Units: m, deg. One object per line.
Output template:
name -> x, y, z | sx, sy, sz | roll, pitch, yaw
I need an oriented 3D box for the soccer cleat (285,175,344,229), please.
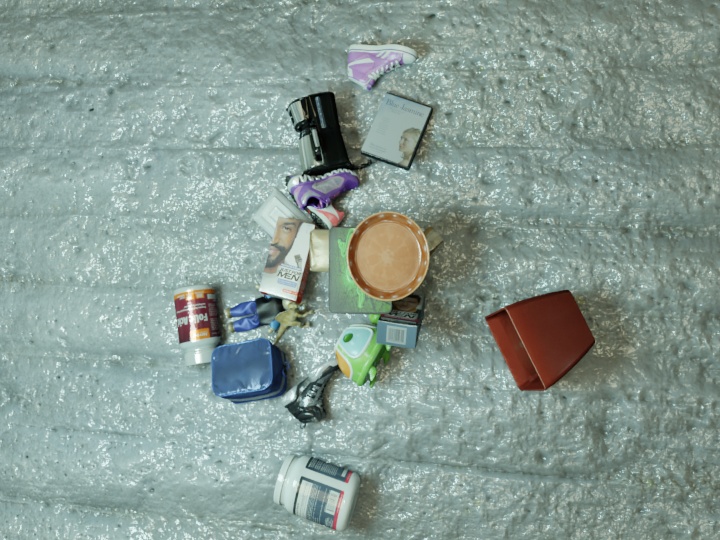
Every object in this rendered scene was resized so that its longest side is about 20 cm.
soccer cleat -> -0.127, -0.192, 1.614 | 0.073, 0.069, 0.200 | -38, 75, -20

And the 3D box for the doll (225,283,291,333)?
doll -> -0.268, 0.105, 1.610 | 0.193, 0.048, 0.141 | -14, 83, 8

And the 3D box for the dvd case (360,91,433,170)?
dvd case -> 0.098, -0.373, 1.578 | 0.138, 0.018, 0.205 | 19, 69, 10

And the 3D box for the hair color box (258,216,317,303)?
hair color box -> -0.188, -0.027, 1.572 | 0.107, 0.064, 0.207 | 12, 81, 9

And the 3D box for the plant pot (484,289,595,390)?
plant pot -> 0.438, 0.155, 1.425 | 0.172, 0.200, 0.205 | -25, 81, -7

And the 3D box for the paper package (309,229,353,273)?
paper package -> -0.016, -0.044, 1.509 | 0.192, 0.190, 0.108 | 3, 90, 9

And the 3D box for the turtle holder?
turtle holder -> 0.013, 0.190, 1.509 | 0.129, 0.141, 0.190 | 29, 91, 12

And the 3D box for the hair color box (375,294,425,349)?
hair color box -> 0.103, 0.119, 1.467 | 0.095, 0.200, 0.063 | 7, 108, 9

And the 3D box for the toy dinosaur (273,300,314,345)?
toy dinosaur -> -0.183, 0.127, 1.576 | 0.098, 0.202, 0.059 | -5, 56, -30

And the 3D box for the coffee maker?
coffee maker -> -0.090, -0.359, 1.596 | 0.187, 0.134, 0.207 | -8, 82, -33

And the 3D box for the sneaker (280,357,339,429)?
sneaker -> -0.108, 0.324, 1.553 | 0.199, 0.075, 0.115 | -40, 80, 10

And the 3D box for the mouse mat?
mouse mat -> 0.000, 0.000, 1.407 | 0.155, 0.008, 0.208 | 0, 89, 4

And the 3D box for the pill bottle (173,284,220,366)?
pill bottle -> -0.438, 0.149, 1.601 | 0.110, 0.114, 0.208 | -11, 83, 8

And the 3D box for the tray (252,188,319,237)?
tray -> -0.201, -0.124, 1.634 | 0.199, 0.022, 0.108 | 42, 91, 11

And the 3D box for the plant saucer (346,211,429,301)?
plant saucer -> 0.064, -0.033, 1.384 | 0.192, 0.032, 0.209 | 0, 90, 3

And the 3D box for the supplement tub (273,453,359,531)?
supplement tub -> -0.107, 0.555, 1.495 | 0.193, 0.140, 0.145 | 16, 87, 11

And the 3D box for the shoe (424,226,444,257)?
shoe -> 0.142, -0.020, 1.542 | 0.053, 0.070, 0.202 | 37, 89, 19

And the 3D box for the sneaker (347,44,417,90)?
sneaker -> 0.058, -0.546, 1.610 | 0.194, 0.072, 0.119 | 6, 89, 21

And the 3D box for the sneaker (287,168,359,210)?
sneaker -> -0.091, -0.205, 1.555 | 0.194, 0.081, 0.091 | -12, 67, -19

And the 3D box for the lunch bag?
lunch bag -> -0.281, 0.266, 1.558 | 0.193, 0.133, 0.141 | -9, 68, 9
